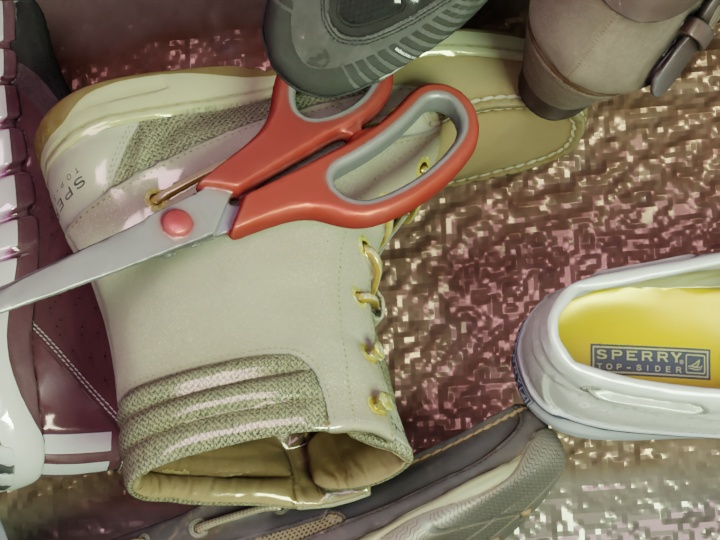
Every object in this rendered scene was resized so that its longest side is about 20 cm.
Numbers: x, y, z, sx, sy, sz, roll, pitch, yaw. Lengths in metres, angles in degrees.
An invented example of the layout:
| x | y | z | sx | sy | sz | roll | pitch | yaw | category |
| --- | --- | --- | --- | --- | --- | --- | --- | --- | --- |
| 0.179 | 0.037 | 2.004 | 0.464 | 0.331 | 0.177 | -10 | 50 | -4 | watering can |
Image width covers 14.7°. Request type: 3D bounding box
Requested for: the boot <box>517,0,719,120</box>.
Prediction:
| x | y | z | sx | sy | sz | roll | pitch | yaw | category |
| --- | --- | --- | --- | --- | --- | --- | --- | --- | --- |
| 0.121 | -0.131 | 0.932 | 0.070 | 0.146 | 0.200 | 34 | 66 | -2 | boot |

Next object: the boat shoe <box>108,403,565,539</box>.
| x | y | z | sx | sy | sz | roll | pitch | yaw | category |
| --- | --- | --- | --- | --- | --- | --- | --- | --- | --- |
| -0.027 | 0.089 | 0.975 | 0.199 | 0.075 | 0.074 | -26 | 72 | 1 | boat shoe |

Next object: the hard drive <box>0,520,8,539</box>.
| x | y | z | sx | sy | sz | roll | pitch | yaw | category |
| --- | --- | --- | --- | --- | --- | --- | --- | --- | --- |
| -0.137 | 0.152 | 0.947 | 0.042 | 0.135 | 0.201 | -9 | 58 | -22 | hard drive |

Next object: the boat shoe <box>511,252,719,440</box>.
| x | y | z | sx | sy | sz | roll | pitch | yaw | category |
| --- | --- | --- | --- | --- | --- | --- | --- | --- | --- |
| 0.154 | 0.018 | 0.932 | 0.201 | 0.086 | 0.075 | 1 | 75 | -4 | boat shoe |

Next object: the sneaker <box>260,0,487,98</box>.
| x | y | z | sx | sy | sz | roll | pitch | yaw | category |
| --- | --- | --- | --- | --- | --- | --- | --- | --- | --- |
| 0.042 | -0.129 | 0.851 | 0.200 | 0.091 | 0.067 | -43 | 94 | 10 | sneaker |

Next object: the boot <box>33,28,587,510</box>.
| x | y | z | sx | sy | sz | roll | pitch | yaw | category |
| --- | --- | --- | --- | --- | --- | --- | --- | --- | --- |
| 0.000 | 0.000 | 0.956 | 0.199 | 0.072 | 0.155 | -8 | 59 | -15 | boot |

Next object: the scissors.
| x | y | z | sx | sy | sz | roll | pitch | yaw | category |
| --- | --- | --- | --- | --- | --- | --- | --- | --- | --- |
| -0.045 | -0.015 | 0.908 | 0.073 | 0.014 | 0.200 | 44 | 60 | 14 | scissors |

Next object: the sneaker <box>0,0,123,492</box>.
| x | y | z | sx | sy | sz | roll | pitch | yaw | category |
| --- | --- | --- | --- | --- | --- | --- | --- | --- | --- |
| -0.092 | -0.010 | 1.024 | 0.115 | 0.076 | 0.201 | 3 | 63 | -15 | sneaker |
